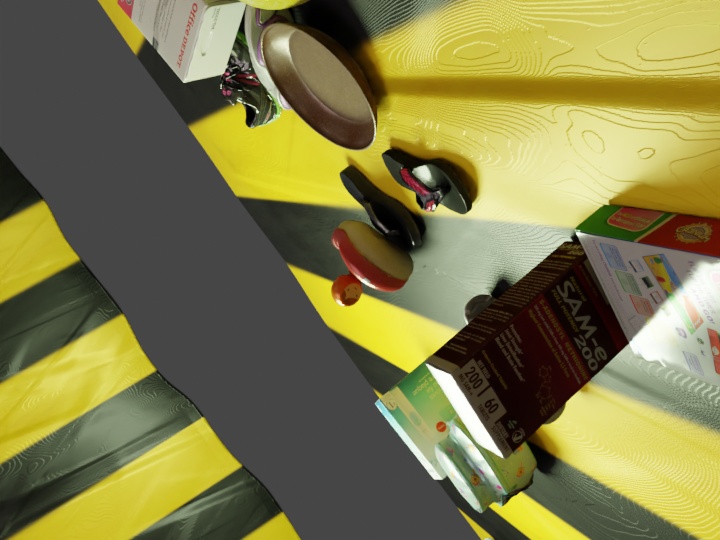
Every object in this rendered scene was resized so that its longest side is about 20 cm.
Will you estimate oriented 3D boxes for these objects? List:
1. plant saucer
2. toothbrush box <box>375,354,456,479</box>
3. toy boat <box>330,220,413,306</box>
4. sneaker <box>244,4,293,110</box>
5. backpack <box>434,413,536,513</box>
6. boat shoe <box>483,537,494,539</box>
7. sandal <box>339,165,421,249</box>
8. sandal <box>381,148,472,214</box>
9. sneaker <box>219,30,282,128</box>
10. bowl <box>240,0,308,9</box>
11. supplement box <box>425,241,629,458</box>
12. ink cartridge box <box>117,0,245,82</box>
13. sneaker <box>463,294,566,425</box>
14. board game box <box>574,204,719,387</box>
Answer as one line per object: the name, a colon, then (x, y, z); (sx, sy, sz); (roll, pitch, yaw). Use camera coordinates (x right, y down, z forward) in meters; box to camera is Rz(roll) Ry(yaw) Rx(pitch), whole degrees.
plant saucer: (-0.047, -0.244, 0.995); (0.200, 0.037, 0.201); (38, 162, 15)
toothbrush box: (0.148, 0.299, 1.552); (0.201, 0.146, 0.085); (51, 167, 8)
toy boat: (0.000, 0.000, 1.235); (0.130, 0.132, 0.200); (34, 179, -10)
sneaker: (-0.136, -0.316, 1.086); (0.100, 0.075, 0.201); (45, 165, 27)
backpack: (0.224, 0.328, 1.368); (0.176, 0.152, 0.201); (52, 161, 24)
boat shoe: (0.438, 0.885, 2.277); (0.201, 0.073, 0.067); (56, -174, 31)
sandal: (0.026, -0.089, 1.189); (0.200, 0.043, 0.076); (42, 164, 39)
sandal: (0.075, -0.106, 0.970); (0.200, 0.045, 0.076); (32, 156, 57)
sneaker: (-0.199, -0.322, 1.273); (0.077, 0.083, 0.201); (34, 157, 52)
bowl: (-0.143, -0.380, 0.879); (0.201, 0.107, 0.201); (50, 167, 16)
supplement box: (0.174, 0.073, 0.751); (0.109, 0.199, 0.061); (55, 165, -16)
ink cartridge box: (-0.279, -0.415, 1.181); (0.200, 0.084, 0.145); (49, 136, 17)
sneaker: (0.215, 0.118, 1.056); (0.201, 0.074, 0.082); (58, -178, 4)
board game box: (0.279, 0.028, 0.621); (0.154, 0.040, 0.200); (58, 166, -22)
